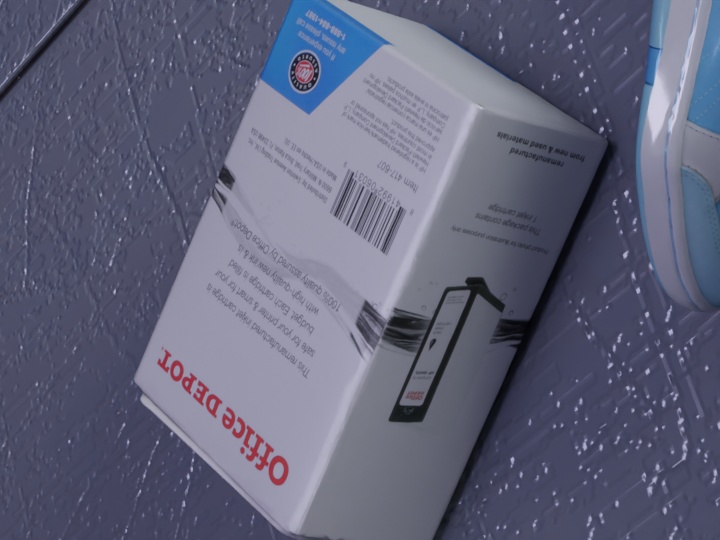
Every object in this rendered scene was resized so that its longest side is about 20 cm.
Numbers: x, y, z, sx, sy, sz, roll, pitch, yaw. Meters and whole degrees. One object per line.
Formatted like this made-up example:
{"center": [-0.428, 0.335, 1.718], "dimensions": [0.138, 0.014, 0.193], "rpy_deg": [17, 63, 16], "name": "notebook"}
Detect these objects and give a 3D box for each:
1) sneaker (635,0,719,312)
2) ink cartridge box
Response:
{"center": [0.174, -0.069, 0.946], "dimensions": [0.130, 0.079, 0.202], "rpy_deg": [12, 115, 25], "name": "sneaker"}
{"center": [0.000, 0.000, 1.122], "dimensions": [0.146, 0.084, 0.201], "rpy_deg": [38, 110, 47], "name": "ink cartridge box"}
